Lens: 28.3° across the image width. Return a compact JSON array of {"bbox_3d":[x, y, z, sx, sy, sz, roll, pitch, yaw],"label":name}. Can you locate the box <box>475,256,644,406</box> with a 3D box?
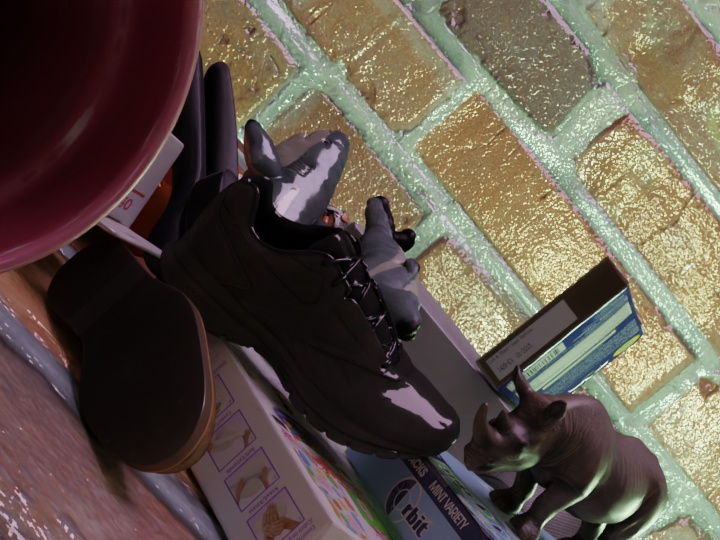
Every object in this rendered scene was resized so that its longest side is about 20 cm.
[{"bbox_3d":[0.158,0.058,1.095,0.032,0.121,0.200,52,3,20],"label":"box"}]

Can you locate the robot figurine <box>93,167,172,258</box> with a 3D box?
[{"bbox_3d":[-0.162,-0.083,1.011,0.143,0.118,0.200,5,-24,32],"label":"robot figurine"}]

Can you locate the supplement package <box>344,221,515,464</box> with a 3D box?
[{"bbox_3d":[0.014,0.087,1.136,0.192,0.147,0.200,51,4,7],"label":"supplement package"}]

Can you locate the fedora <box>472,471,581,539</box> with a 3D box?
[{"bbox_3d":[0.118,0.224,1.082,0.090,0.202,0.176,-7,19,-38],"label":"fedora"}]

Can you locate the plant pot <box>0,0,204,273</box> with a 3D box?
[{"bbox_3d":[-0.190,-0.115,0.570,0.179,0.201,0.200,28,-13,47],"label":"plant pot"}]

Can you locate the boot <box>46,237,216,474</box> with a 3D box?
[{"bbox_3d":[-0.103,0.052,0.734,0.076,0.073,0.200,54,-3,-31],"label":"boot"}]

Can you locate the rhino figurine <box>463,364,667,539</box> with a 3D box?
[{"bbox_3d":[0.118,0.115,0.837,0.200,0.088,0.060,39,4,-45],"label":"rhino figurine"}]

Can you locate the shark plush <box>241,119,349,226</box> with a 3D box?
[{"bbox_3d":[-0.046,-0.031,1.023,0.201,0.082,0.091,-94,-168,-49],"label":"shark plush"}]

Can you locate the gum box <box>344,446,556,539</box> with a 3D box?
[{"bbox_3d":[0.096,0.184,0.851,0.200,0.045,0.170,42,4,-32],"label":"gum box"}]

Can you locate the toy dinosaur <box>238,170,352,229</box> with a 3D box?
[{"bbox_3d":[-0.106,-0.051,1.174,0.199,0.103,0.136,34,-20,0],"label":"toy dinosaur"}]

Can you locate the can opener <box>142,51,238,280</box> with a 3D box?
[{"bbox_3d":[-0.099,-0.061,0.931,0.063,0.078,0.201,41,35,-44],"label":"can opener"}]

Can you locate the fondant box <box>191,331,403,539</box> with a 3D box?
[{"bbox_3d":[-0.043,0.120,0.829,0.144,0.058,0.200,46,4,-46],"label":"fondant box"}]

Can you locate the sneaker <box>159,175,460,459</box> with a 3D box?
[{"bbox_3d":[-0.017,0.028,0.806,0.199,0.091,0.076,38,21,-4],"label":"sneaker"}]

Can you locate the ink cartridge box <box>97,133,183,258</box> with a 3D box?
[{"bbox_3d":[-0.182,-0.090,0.839,0.199,0.067,0.116,34,-1,14],"label":"ink cartridge box"}]

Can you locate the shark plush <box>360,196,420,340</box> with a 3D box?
[{"bbox_3d":[0.000,0.000,0.950,0.083,0.091,0.201,27,47,-6],"label":"shark plush"}]

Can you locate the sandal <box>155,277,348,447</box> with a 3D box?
[{"bbox_3d":[-0.068,0.077,0.968,0.200,0.043,0.076,43,-13,-21],"label":"sandal"}]
